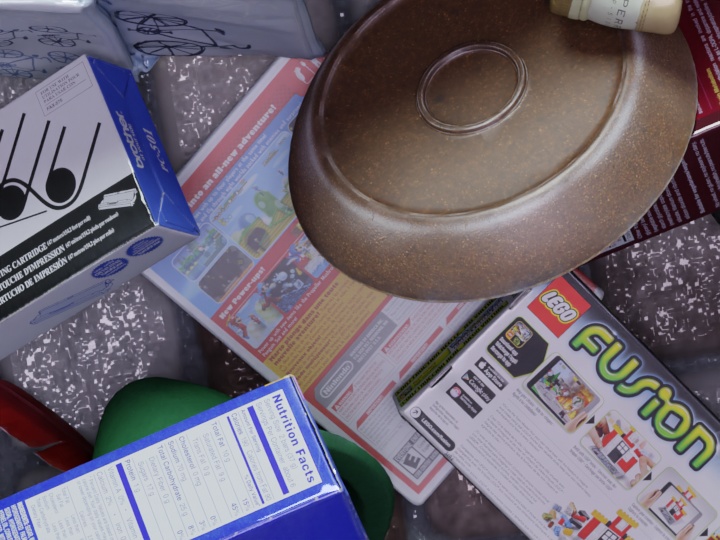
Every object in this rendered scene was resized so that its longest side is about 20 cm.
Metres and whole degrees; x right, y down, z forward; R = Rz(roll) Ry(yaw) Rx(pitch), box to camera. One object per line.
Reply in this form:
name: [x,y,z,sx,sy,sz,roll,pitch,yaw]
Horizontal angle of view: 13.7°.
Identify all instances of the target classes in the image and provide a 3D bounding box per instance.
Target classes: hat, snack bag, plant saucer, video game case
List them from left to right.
snack bag: [-0.115,-0.111,1.372,0.200,0.189,0.021,0,84,2]
hat: [-0.100,0.072,1.481,0.166,0.176,0.200,-41,141,16]
video game case: [0.000,0.000,1.478,0.200,0.017,0.143,41,95,-6]
plant saucer: [0.055,-0.076,1.387,0.200,0.200,0.035,-28,140,2]

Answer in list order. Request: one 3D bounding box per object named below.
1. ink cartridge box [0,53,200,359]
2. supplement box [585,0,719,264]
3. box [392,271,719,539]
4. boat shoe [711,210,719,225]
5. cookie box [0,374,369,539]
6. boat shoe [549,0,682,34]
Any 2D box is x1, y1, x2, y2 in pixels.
ink cartridge box: [-0.180,-0.010,1.414,0.200,0.044,0.094,-32,70,21]
supplement box: [0.145,-0.080,1.413,0.200,0.109,0.061,-22,138,7]
box: [0.124,0.096,1.473,0.110,0.035,0.200,-44,103,4]
boat shoe: [0.247,-0.087,1.455,0.200,0.069,0.057,-33,130,0]
cookie box: [-0.092,0.154,1.370,0.200,0.171,0.075,-23,54,-3]
boat shoe: [0.150,-0.185,1.392,0.066,0.074,0.200,23,61,6]
